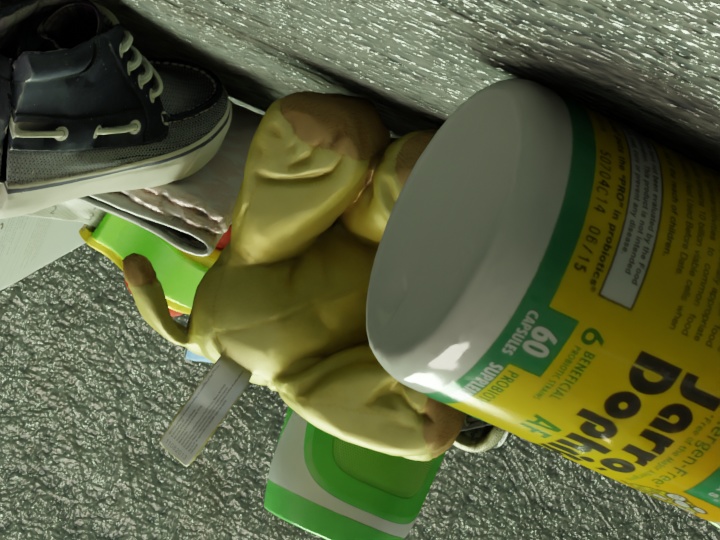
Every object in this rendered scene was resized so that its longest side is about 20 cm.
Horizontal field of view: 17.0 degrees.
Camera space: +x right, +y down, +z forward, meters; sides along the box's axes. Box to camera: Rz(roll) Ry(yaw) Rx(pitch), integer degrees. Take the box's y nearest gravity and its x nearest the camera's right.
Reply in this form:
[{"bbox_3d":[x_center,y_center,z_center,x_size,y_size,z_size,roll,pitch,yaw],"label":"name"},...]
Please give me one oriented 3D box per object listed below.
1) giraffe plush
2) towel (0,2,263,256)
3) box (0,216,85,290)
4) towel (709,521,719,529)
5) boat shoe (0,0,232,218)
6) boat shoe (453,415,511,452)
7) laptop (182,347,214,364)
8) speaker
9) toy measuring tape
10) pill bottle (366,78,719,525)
[{"bbox_3d":[0.000,0.000,1.151,0.173,0.200,0.162,54,-157,-3],"label":"giraffe plush"},{"bbox_3d":[-0.143,-0.082,1.315,0.199,0.032,0.191,25,-160,1],"label":"towel"},{"bbox_3d":[-0.221,-0.068,1.378,0.124,0.098,0.200,28,-160,10],"label":"box"},{"bbox_3d":[0.232,0.105,1.355,0.149,0.031,0.200,29,-151,26],"label":"towel"},{"bbox_3d":[-0.123,-0.093,1.190,0.075,0.093,0.200,36,-147,20],"label":"boat shoe"},{"bbox_3d":[0.067,0.077,1.448,0.072,0.065,0.200,3,174,19],"label":"boat shoe"},{"bbox_3d":[0.005,0.026,1.477,0.187,0.116,0.200,8,-175,-14],"label":"laptop"},{"bbox_3d":[0.020,0.049,1.289,0.088,0.201,0.088,23,178,1],"label":"speaker"},{"bbox_3d":[-0.121,-0.013,1.301,0.073,0.074,0.200,22,-171,39],"label":"toy measuring tape"},{"bbox_3d":[0.112,0.023,0.834,0.199,0.113,0.113,25,178,-20],"label":"pill bottle"}]
